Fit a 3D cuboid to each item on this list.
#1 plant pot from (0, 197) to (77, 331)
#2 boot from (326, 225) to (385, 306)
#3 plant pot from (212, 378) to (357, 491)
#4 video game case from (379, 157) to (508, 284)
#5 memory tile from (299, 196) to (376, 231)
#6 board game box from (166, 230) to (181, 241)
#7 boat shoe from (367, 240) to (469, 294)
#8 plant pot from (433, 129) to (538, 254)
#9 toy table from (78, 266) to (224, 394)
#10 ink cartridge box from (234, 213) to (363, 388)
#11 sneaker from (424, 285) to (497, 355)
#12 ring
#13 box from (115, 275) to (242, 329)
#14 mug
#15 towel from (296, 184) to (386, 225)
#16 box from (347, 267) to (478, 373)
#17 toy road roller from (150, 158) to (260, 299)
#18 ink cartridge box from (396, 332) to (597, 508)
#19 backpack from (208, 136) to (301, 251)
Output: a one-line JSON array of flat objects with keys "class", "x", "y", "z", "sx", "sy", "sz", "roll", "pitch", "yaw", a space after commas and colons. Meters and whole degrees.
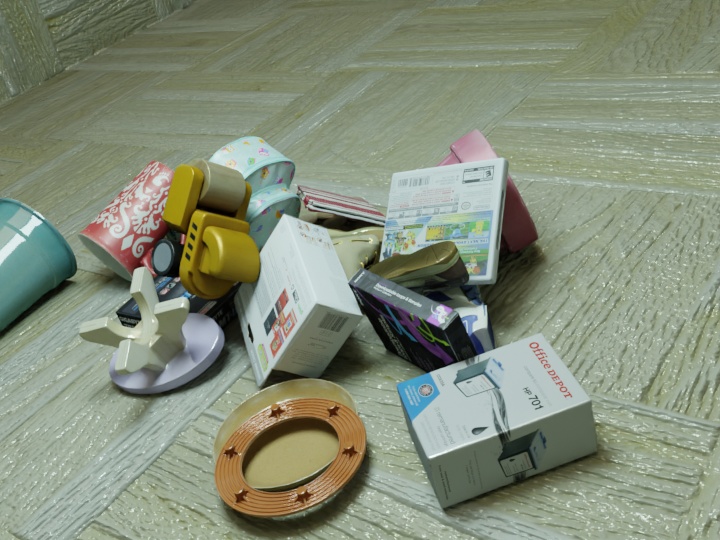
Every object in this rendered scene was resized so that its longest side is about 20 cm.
[{"class": "plant pot", "x": -0.674, "y": 0.004, "z": 1.584, "sx": 0.198, "sy": 0.202, "sz": 0.197, "roll": 6, "pitch": 44, "yaw": 33}, {"class": "boot", "x": 0.000, "y": 0.000, "z": 1.375, "sx": 0.197, "sy": 0.073, "sz": 0.157, "roll": 1, "pitch": 42, "yaw": -14}, {"class": "plant pot", "x": -0.096, "y": 0.218, "z": 1.114, "sx": 0.197, "sy": 0.028, "sz": 0.201, "roll": -12, "pitch": 32, "yaw": 8}, {"class": "video game case", "x": 0.119, "y": -0.067, "z": 1.246, "sx": 0.198, "sy": 0.022, "sz": 0.185, "roll": -3, "pitch": 70, "yaw": 37}, {"class": "memory tile", "x": -0.069, "y": -0.076, "z": 1.585, "sx": 0.197, "sy": 0.017, "sz": 0.154, "roll": -22, "pitch": 31, "yaw": -7}, {"class": "board game box", "x": -0.286, "y": -0.126, "z": 1.722, "sx": 0.197, "sy": 0.065, "sz": 0.148, "roll": -5, "pitch": 33, "yaw": 21}, {"class": "boat shoe", "x": 0.069, "y": 0.015, "z": 1.195, "sx": 0.199, "sy": 0.065, "sz": 0.073, "roll": -15, "pitch": 25, "yaw": 51}, {"class": "plant pot", "x": 0.159, "y": -0.092, "z": 1.353, "sx": 0.177, "sy": 0.201, "sz": 0.201, "roll": -30, "pitch": 30, "yaw": 7}, {"class": "toy table", "x": -0.319, "y": 0.101, "z": 1.278, "sx": 0.198, "sy": 0.118, "sz": 0.185, "roll": -24, "pitch": 47, "yaw": 9}, {"class": "ink cartridge box", "x": -0.099, "y": 0.052, "z": 1.251, "sx": 0.083, "sy": 0.176, "sz": 0.201, "roll": 17, "pitch": 33, "yaw": -33}, {"class": "sneaker", "x": 0.126, "y": 0.077, "z": 1.197, "sx": 0.113, "sy": 0.082, "sz": 0.200, "roll": -17, "pitch": 24, "yaw": 5}, {"class": "ring", "x": -0.089, "y": 0.224, "z": 1.057, "sx": 0.197, "sy": 0.019, "sz": 0.201, "roll": -12, "pitch": 32, "yaw": 8}, {"class": "box", "x": -0.286, "y": 0.044, "z": 1.464, "sx": 0.196, "sy": 0.050, "sz": 0.200, "roll": 7, "pitch": 39, "yaw": 35}, {"class": "mug", "x": -0.407, "y": -0.085, "z": 1.620, "sx": 0.201, "sy": 0.177, "sz": 0.133, "roll": -54, "pitch": 21, "yaw": -19}, {"class": "towel", "x": -0.035, "y": -0.112, "z": 1.486, "sx": 0.142, "sy": 0.023, "sz": 0.200, "roll": 11, "pitch": 11, "yaw": -13}, {"class": "box", "x": 0.077, "y": 0.083, "z": 1.134, "sx": 0.036, "sy": 0.144, "sz": 0.199, "roll": -42, "pitch": 37, "yaw": -17}, {"class": "toy road roller", "x": -0.216, "y": -0.057, "z": 1.287, "sx": 0.145, "sy": 0.203, "sz": 0.122, "roll": 17, "pitch": 4, "yaw": 39}, {"class": "ink cartridge box", "x": 0.159, "y": 0.174, "z": 1.008, "sx": 0.197, "sy": 0.087, "sz": 0.147, "roll": -20, "pitch": 31, "yaw": -4}, {"class": "backpack", "x": -0.194, "y": -0.121, "z": 1.464, "sx": 0.153, "sy": 0.202, "sz": 0.175, "roll": 35, "pitch": 39, "yaw": 28}]
